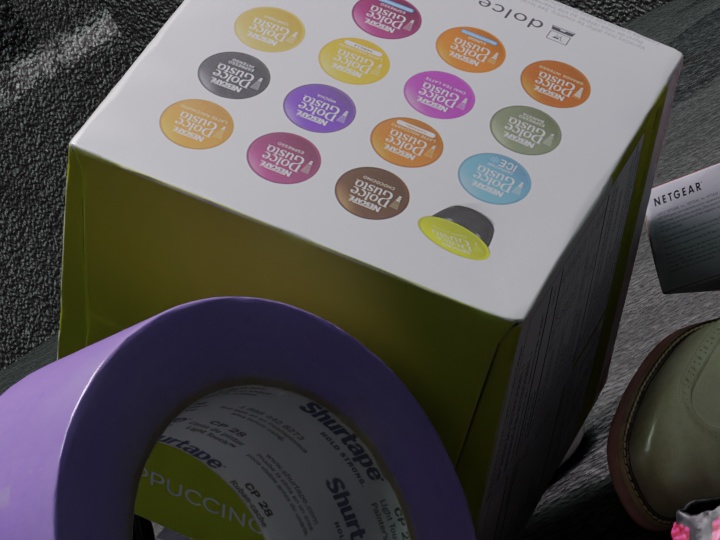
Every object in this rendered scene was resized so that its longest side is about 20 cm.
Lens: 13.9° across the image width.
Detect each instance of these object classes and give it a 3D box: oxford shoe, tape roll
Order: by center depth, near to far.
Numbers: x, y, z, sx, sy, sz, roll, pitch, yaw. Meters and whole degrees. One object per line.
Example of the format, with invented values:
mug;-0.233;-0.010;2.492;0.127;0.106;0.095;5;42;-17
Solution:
tape roll;-0.054;0.116;1.098;0.085;0.201;0.200;-24;8;47
oxford shoe;0.177;0.043;1.227;0.074;0.071;0.200;-18;13;49

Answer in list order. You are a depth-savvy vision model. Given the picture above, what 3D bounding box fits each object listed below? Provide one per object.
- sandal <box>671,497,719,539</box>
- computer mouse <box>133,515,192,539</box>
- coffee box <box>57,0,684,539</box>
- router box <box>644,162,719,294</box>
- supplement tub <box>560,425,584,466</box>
sandal;0.152;0.089;1.083;0.075;0.045;0.200;-22;10;48
computer mouse;-0.074;0.127;1.420;0.046;0.141;0.200;-18;2;-21
coffee box;0.000;0.000;1.265;0.198;0.199;0.201;-55;-18;-44
router box;0.255;-0.039;1.293;0.179;0.049;0.200;-3;-12;-41
supplement tub;0.009;0.030;1.487;0.144;0.201;0.144;-29;7;4
